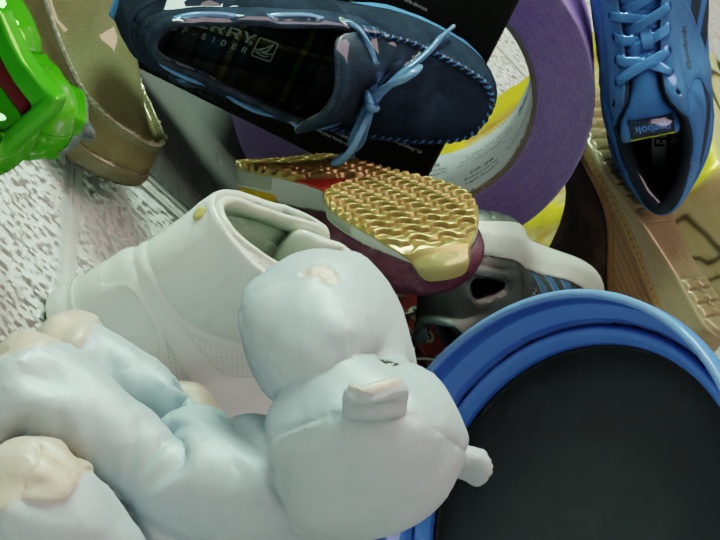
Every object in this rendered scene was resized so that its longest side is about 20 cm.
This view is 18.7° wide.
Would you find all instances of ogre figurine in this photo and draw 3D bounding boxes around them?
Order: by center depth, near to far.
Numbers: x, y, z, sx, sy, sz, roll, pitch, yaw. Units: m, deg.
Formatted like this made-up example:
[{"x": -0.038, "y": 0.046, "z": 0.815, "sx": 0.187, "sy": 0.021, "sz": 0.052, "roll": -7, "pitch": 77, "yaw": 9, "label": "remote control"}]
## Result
[{"x": -0.181, "y": -0.081, "z": 0.866, "sx": 0.120, "sy": 0.098, "sz": 0.200, "roll": 47, "pitch": 9, "yaw": 7, "label": "ogre figurine"}]

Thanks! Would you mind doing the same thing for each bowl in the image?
[{"x": 0.093, "y": 0.111, "z": 0.978, "sx": 0.039, "sy": 0.201, "sz": 0.201, "roll": 25, "pitch": 37, "yaw": -49, "label": "bowl"}]

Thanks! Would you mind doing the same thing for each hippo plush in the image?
[{"x": -0.048, "y": 0.071, "z": 0.844, "sx": 0.159, "sy": 0.161, "sz": 0.200, "roll": 29, "pitch": 34, "yaw": -51, "label": "hippo plush"}]

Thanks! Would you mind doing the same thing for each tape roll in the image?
[{"x": 0.030, "y": -0.109, "z": 1.215, "sx": 0.200, "sy": 0.200, "sz": 0.066, "roll": 49, "pitch": 23, "yaw": -20, "label": "tape roll"}]

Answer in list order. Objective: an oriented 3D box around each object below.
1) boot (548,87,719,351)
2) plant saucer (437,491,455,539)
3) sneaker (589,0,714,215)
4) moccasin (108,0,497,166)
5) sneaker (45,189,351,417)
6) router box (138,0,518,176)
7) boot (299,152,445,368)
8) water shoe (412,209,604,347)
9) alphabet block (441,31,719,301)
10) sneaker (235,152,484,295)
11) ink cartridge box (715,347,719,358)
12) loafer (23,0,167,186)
[{"x": 0.117, "y": 0.005, "z": 1.299, "sx": 0.072, "sy": 0.166, "sz": 0.200, "roll": 4, "pitch": 55, "yaw": -47, "label": "boot"}, {"x": 0.100, "y": 0.137, "z": 1.023, "sx": 0.036, "sy": 0.200, "sz": 0.200, "roll": 25, "pitch": 38, "yaw": -48, "label": "plant saucer"}, {"x": 0.157, "y": -0.122, "z": 1.181, "sx": 0.078, "sy": 0.066, "sz": 0.200, "roll": -79, "pitch": 161, "yaw": -53, "label": "sneaker"}, {"x": -0.024, "y": -0.089, "z": 1.045, "sx": 0.200, "sy": 0.081, "sz": 0.068, "roll": 8, "pitch": 27, "yaw": -23, "label": "moccasin"}, {"x": -0.032, "y": 0.042, "z": 0.987, "sx": 0.200, "sy": 0.115, "sz": 0.074, "roll": 40, "pitch": 25, "yaw": -40, "label": "sneaker"}, {"x": -0.027, "y": -0.145, "z": 1.116, "sx": 0.200, "sy": 0.149, "sz": 0.051, "roll": 26, "pitch": 26, "yaw": -4, "label": "router box"}, {"x": 0.021, "y": 0.037, "z": 1.175, "sx": 0.200, "sy": 0.072, "sz": 0.144, "roll": 47, "pitch": 24, "yaw": -33, "label": "boot"}, {"x": 0.071, "y": 0.022, "z": 1.164, "sx": 0.200, "sy": 0.071, "sz": 0.079, "roll": 25, "pitch": 73, "yaw": -62, "label": "water shoe"}, {"x": 0.189, "y": -0.021, "z": 1.449, "sx": 0.200, "sy": 0.196, "sz": 0.196, "roll": 40, "pitch": 25, "yaw": -36, "label": "alphabet block"}, {"x": 0.000, "y": 0.000, "z": 1.051, "sx": 0.200, "sy": 0.075, "sz": 0.090, "roll": -152, "pitch": -122, "yaw": -63, "label": "sneaker"}, {"x": 0.212, "y": 0.118, "z": 1.273, "sx": 0.068, "sy": 0.115, "sz": 0.200, "roll": 33, "pitch": 72, "yaw": -46, "label": "ink cartridge box"}, {"x": -0.143, "y": -0.134, "z": 1.060, "sx": 0.200, "sy": 0.067, "sz": 0.076, "roll": 62, "pitch": 22, "yaw": 14, "label": "loafer"}]
